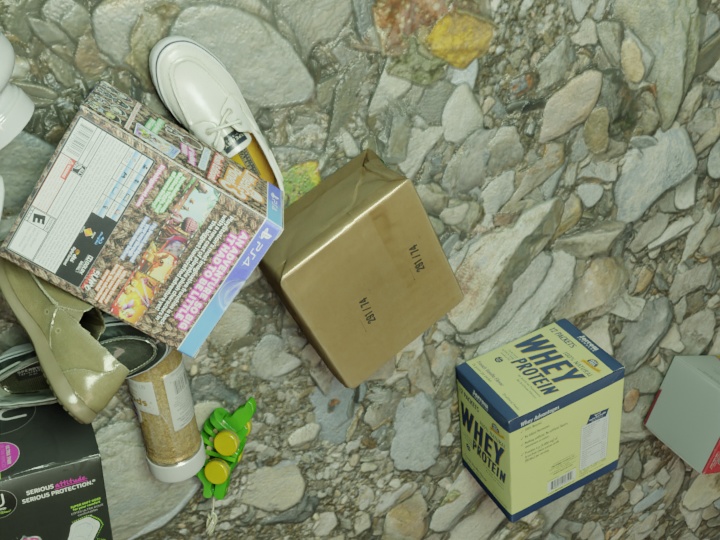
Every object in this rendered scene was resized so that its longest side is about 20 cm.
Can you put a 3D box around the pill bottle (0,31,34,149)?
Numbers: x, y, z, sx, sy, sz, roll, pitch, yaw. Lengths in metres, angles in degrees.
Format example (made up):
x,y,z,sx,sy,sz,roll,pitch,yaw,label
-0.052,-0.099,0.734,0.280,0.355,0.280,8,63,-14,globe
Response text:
x,y,z,sx,sy,sz,roll,pitch,yaw,label
-0.349,-0.180,0.649,0.111,0.111,0.200,-40,129,-4,pill bottle

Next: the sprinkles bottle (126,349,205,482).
x,y,z,sx,sy,sz,roll,pitch,yaw,label
-0.221,0.142,0.939,0.068,0.068,0.202,-18,124,-21,sprinkles bottle

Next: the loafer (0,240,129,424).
x,y,z,sx,sy,sz,roll,pitch,yaw,label
-0.276,0.047,0.781,0.067,0.201,0.076,-30,161,-14,loafer

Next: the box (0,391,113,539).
x,y,z,sx,sy,sz,roll,pitch,yaw,label
-0.332,0.238,0.876,0.123,0.149,0.202,-11,122,-23,box

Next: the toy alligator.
x,y,z,sx,sy,sz,roll,pitch,yaw,label
-0.179,0.235,1.030,0.054,0.059,0.202,23,110,6,toy alligator

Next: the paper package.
x,y,z,sx,sy,sz,roll,pitch,yaw,label
0.000,0.000,0.964,0.190,0.103,0.201,-38,128,-8,paper package

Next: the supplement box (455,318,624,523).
x,y,z,sx,sy,sz,roll,pitch,yaw,label
0.259,0.214,1.218,0.198,0.134,0.202,-21,126,-19,supplement box

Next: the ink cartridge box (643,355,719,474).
x,y,z,sx,sy,sz,roll,pitch,yaw,label
0.625,0.242,1.443,0.198,0.145,0.147,4,114,-31,ink cartridge box

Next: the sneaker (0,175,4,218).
x,y,z,sx,sy,sz,roll,pitch,yaw,label
-0.388,0.004,0.730,0.117,0.073,0.203,10,85,-39,sneaker

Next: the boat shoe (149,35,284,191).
x,y,z,sx,sy,sz,roll,pitch,yaw,label
-0.133,-0.138,0.827,0.071,0.070,0.201,-35,129,-8,boat shoe

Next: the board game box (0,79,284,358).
x,y,z,sx,sy,sz,roll,pitch,yaw,label
-0.194,-0.046,0.773,0.199,0.097,0.160,32,109,-18,board game box

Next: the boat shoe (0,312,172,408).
x,y,z,sx,sy,sz,roll,pitch,yaw,label
-0.277,0.098,0.831,0.198,0.071,0.073,-18,117,10,boat shoe
